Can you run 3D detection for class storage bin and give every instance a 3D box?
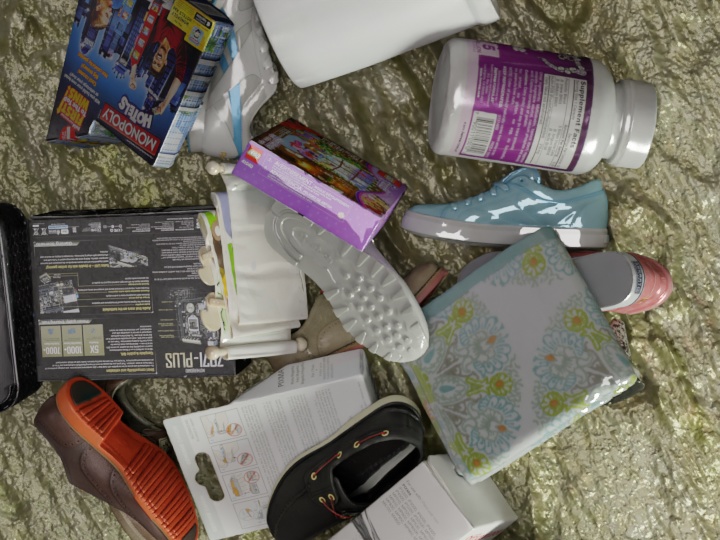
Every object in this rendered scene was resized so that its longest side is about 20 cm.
[{"bbox_3d":[-0.400,0.039,1.786,0.135,0.094,0.200,-5,95,6],"label":"storage bin"}]

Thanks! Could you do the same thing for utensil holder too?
[{"bbox_3d":[0.008,-0.278,1.671,0.200,0.170,0.170,-19,94,10],"label":"utensil holder"}]

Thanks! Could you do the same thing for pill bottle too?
[{"bbox_3d":[0.170,-0.150,1.688,0.200,0.112,0.113,8,97,-8],"label":"pill bottle"}]

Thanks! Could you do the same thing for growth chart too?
[{"bbox_3d":[-0.101,-0.011,1.709,0.018,0.145,0.200,-13,75,44],"label":"growth chart"}]

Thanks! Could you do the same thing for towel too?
[{"bbox_3d":[0.138,0.081,1.677,0.200,0.048,0.171,-36,69,21],"label":"towel"}]

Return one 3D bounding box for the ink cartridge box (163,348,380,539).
[{"bbox_3d":[-0.072,0.172,1.757,0.200,0.057,0.163,-11,122,10],"label":"ink cartridge box"}]

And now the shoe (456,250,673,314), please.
[{"bbox_3d":[0.197,0.017,1.733,0.200,0.091,0.072,-5,83,36],"label":"shoe"}]

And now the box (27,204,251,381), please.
[{"bbox_3d":[-0.214,0.021,1.766,0.200,0.086,0.164,-3,95,7],"label":"box"}]

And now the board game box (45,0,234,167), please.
[{"bbox_3d":[-0.216,-0.185,1.721,0.200,0.062,0.200,38,111,36],"label":"board game box"}]

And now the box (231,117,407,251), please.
[{"bbox_3d":[-0.034,-0.084,1.678,0.137,0.200,0.039,31,103,1],"label":"box"}]

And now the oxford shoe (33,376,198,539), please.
[{"bbox_3d":[-0.235,0.197,1.745,0.073,0.071,0.200,-37,93,29],"label":"oxford shoe"}]

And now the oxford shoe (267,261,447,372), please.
[{"bbox_3d":[-0.008,0.042,1.756,0.200,0.070,0.075,-35,87,8],"label":"oxford shoe"}]

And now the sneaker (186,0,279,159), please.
[{"bbox_3d":[-0.116,-0.207,1.744,0.081,0.077,0.200,9,103,-5],"label":"sneaker"}]

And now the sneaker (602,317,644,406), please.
[{"bbox_3d":[0.174,0.086,1.755,0.200,0.077,0.089,-2,64,8],"label":"sneaker"}]

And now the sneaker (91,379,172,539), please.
[{"bbox_3d":[-0.217,0.196,1.791,0.075,0.070,0.200,-31,91,15],"label":"sneaker"}]

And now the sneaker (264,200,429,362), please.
[{"bbox_3d":[0.000,0.000,1.704,0.076,0.080,0.200,-44,81,23],"label":"sneaker"}]

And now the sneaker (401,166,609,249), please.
[{"bbox_3d":[0.140,-0.063,1.733,0.200,0.074,0.082,3,88,-2],"label":"sneaker"}]

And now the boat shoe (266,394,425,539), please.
[{"bbox_3d":[-0.018,0.201,1.714,0.074,0.063,0.201,36,116,-26],"label":"boat shoe"}]

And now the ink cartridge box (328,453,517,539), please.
[{"bbox_3d":[0.036,0.268,1.720,0.200,0.147,0.083,-42,73,15],"label":"ink cartridge box"}]
